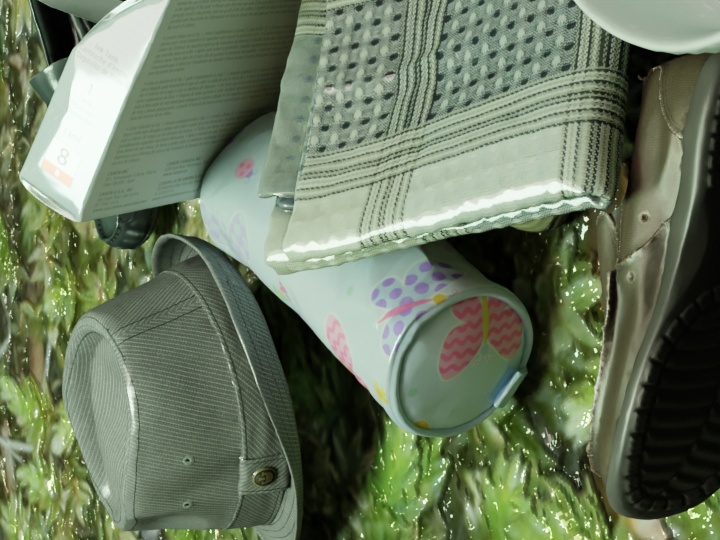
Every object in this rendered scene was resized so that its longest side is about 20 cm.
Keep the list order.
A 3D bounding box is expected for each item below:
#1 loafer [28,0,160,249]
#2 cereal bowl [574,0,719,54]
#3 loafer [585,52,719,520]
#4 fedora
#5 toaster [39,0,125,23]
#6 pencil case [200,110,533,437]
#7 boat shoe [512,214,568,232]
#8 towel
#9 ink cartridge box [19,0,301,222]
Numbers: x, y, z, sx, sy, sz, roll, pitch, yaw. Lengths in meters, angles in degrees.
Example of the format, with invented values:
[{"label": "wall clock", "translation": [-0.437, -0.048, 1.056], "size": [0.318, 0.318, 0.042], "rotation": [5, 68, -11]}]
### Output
[{"label": "loafer", "translation": [-0.166, -0.109, 1.353], "size": [0.068, 0.070, 0.202], "rotation": [-29, 68, 54]}, {"label": "cereal bowl", "translation": [0.152, -0.182, 0.859], "size": [0.200, 0.083, 0.201], "rotation": [6, 97, 57]}, {"label": "loafer", "translation": [0.133, 0.003, 0.921], "size": [0.071, 0.073, 0.201], "rotation": [25, 103, 58]}, {"label": "fedora", "translation": [-0.103, 0.079, 1.198], "size": [0.177, 0.090, 0.201], "rotation": [58, 156, 31]}, {"label": "toaster", "translation": [-0.094, -0.245, 1.155], "size": [0.181, 0.118, 0.201], "rotation": [125, 151, -47]}, {"label": "pencil case", "translation": [0.000, 0.000, 1.095], "size": [0.083, 0.091, 0.200], "rotation": [-46, 44, -1]}, {"label": "boat shoe", "translation": [0.023, -0.075, 1.067], "size": [0.200, 0.074, 0.076], "rotation": [30, 116, 51]}, {"label": "towel", "translation": [0.036, -0.099, 0.989], "size": [0.199, 0.034, 0.194], "rotation": [-13, 59, 40]}, {"label": "ink cartridge box", "translation": [-0.074, -0.126, 1.096], "size": [0.050, 0.162, 0.201], "rotation": [31, 112, 22]}]
